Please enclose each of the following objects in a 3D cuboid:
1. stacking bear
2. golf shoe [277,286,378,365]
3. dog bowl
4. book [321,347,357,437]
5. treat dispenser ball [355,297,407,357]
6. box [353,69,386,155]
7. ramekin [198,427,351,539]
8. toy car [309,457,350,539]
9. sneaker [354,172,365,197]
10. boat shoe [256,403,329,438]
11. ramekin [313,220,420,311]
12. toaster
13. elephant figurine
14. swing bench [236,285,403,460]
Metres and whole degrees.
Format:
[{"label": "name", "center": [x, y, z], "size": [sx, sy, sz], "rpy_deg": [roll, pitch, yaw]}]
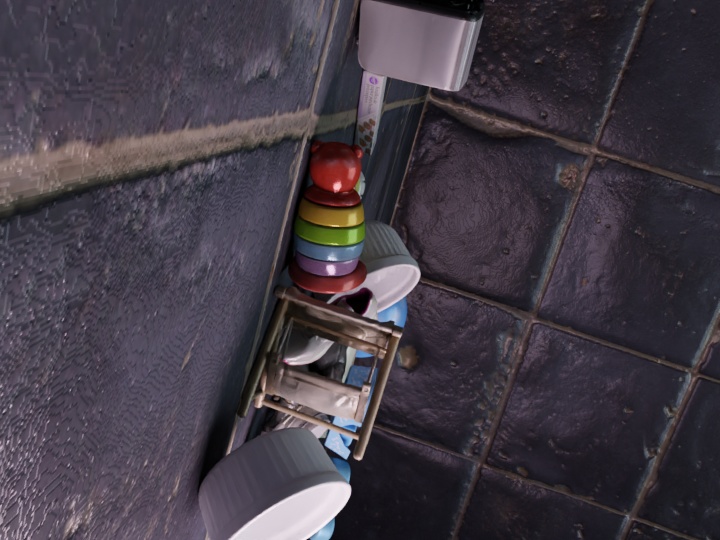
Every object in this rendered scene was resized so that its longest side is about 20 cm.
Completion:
[{"label": "stacking bear", "center": [-0.042, -0.082, 1.000], "size": [0.114, 0.118, 0.205], "rpy_deg": [-80, 176, -70]}, {"label": "golf shoe", "center": [-0.057, 0.087, 1.165], "size": [0.197, 0.076, 0.092], "rpy_deg": [-26, 151, -22]}, {"label": "dog bowl", "center": [-0.020, 0.252, 1.264], "size": [0.113, 0.048, 0.203], "rpy_deg": [-72, 180, -50]}, {"label": "book", "center": [-0.087, 0.207, 1.378], "size": [0.048, 0.132, 0.204], "rpy_deg": [20, 87, -52]}, {"label": "treat dispenser ball", "center": [0.002, 0.080, 1.486], "size": [0.201, 0.196, 0.205], "rpy_deg": [18, 90, -85]}, {"label": "box", "center": [0.018, -0.297, 1.289], "size": [0.201, 0.038, 0.042], "rpy_deg": [100, 7, -57]}, {"label": "ramekin", "center": [-0.119, 0.300, 0.932], "size": [0.197, 0.099, 0.202], "rpy_deg": [-25, 148, -16]}, {"label": "toy car", "center": [-0.148, 0.387, 1.310], "size": [0.199, 0.181, 0.181], "rpy_deg": [18, -91, 66]}, {"label": "sneaker", "center": [-0.051, -0.078, 1.130], "size": [0.090, 0.076, 0.205], "rpy_deg": [20, 81, -77]}, {"label": "boat shoe", "center": [-0.142, 0.289, 1.155], "size": [0.200, 0.066, 0.072], "rpy_deg": [-43, 156, 8]}, {"label": "ramekin", "center": [0.000, 0.000, 1.254], "size": [0.201, 0.196, 0.107], "rpy_deg": [98, -29, -65]}, {"label": "toaster", "center": [0.099, -0.365, 1.057], "size": [0.182, 0.195, 0.121], "rpy_deg": [-66, 168, -58]}, {"label": "elephant figurine", "center": [-0.101, 0.195, 1.278], "size": [0.201, 0.152, 0.144], "rpy_deg": [119, -40, -59]}, {"label": "swing bench", "center": [-0.055, 0.147, 1.061], "size": [0.130, 0.195, 0.204], "rpy_deg": [48, 61, -85]}]
